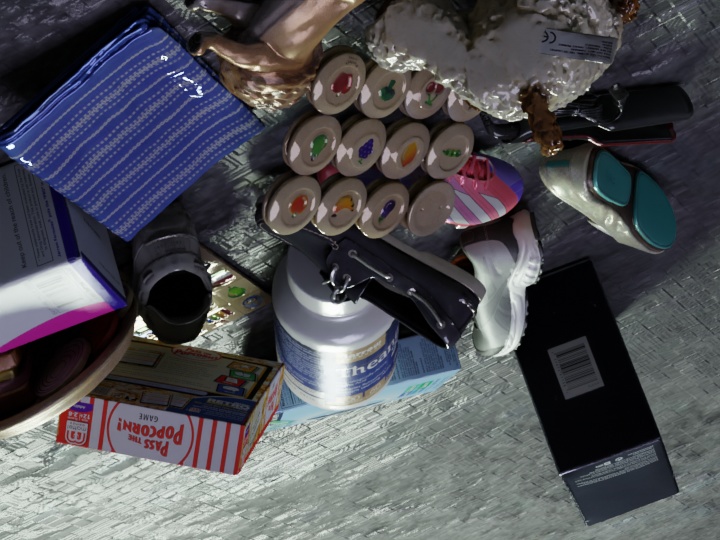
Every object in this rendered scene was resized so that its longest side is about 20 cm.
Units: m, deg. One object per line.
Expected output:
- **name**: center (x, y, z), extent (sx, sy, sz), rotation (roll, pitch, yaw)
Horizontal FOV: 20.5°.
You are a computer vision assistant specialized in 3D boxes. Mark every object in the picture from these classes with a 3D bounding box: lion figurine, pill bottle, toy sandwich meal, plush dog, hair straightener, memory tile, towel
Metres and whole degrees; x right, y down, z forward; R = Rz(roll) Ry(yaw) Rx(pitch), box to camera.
- **lion figurine**: center (-0.040, -0.180, 1.344), extent (0.122, 0.073, 0.200), rotation (17, 141, -40)
- **pill bottle**: center (-0.021, 0.035, 1.732), extent (0.111, 0.111, 0.200), rotation (-14, 154, -7)
- **toy sandwich meal**: center (-0.274, 0.060, 1.598), extent (0.205, 0.205, 0.070), rotation (-25, 116, 14)
- **plush dog**: center (0.131, -0.163, 1.431), extent (0.200, 0.161, 0.172), rotation (-31, 174, 24)
- **hair straightener**: center (0.185, -0.136, 1.622), extent (0.200, 0.041, 0.077), rotation (0, 149, -23)
- **memory tile**: center (0.017, -0.093, 1.509), extent (0.200, 0.017, 0.153), rotation (-1, 120, -47)
- **towel**: center (-0.162, -0.100, 1.437), extent (0.145, 0.024, 0.200), rotation (-40, 151, 4)

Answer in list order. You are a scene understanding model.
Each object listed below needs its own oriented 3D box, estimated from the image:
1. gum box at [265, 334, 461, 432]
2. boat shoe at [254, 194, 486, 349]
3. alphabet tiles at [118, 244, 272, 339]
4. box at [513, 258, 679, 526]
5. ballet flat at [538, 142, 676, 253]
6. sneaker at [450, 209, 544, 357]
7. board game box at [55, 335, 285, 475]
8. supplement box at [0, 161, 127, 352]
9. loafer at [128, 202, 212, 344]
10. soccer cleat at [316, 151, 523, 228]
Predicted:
- **gum box**: center (-0.016, 0.109, 1.905), extent (0.200, 0.045, 0.170), rotation (-13, 171, -9)
- **boat shoe**: center (0.000, 0.000, 1.598), extent (0.200, 0.063, 0.073), rotation (24, 164, -1)
- **alphabet tiles**: center (-0.196, 0.039, 1.752), extent (0.200, 0.008, 0.167), rotation (-25, 153, 15)
- **box**: center (0.224, 0.122, 1.955), extent (0.104, 0.200, 0.182), rotation (-21, 154, 5)
- **ballet flat**: center (0.218, -0.067, 1.760), extent (0.062, 0.068, 0.200), rotation (0, 161, 31)
- **sneaker**: center (0.117, 0.012, 1.834), extent (0.079, 0.074, 0.200), rotation (-4, 146, -6)
- **board game box**: center (-0.154, 0.108, 1.668), extent (0.151, 0.046, 0.200), rotation (10, -167, 6)
- **supplement box**: center (-0.295, 0.003, 1.511), extent (0.200, 0.103, 0.101), rotation (-21, 154, 5)
- **loafer**: center (-0.156, 0.018, 1.647), extent (0.070, 0.070, 0.200), rotation (-15, 154, -6)
- **soccer cleat**: center (0.058, -0.081, 1.615), extent (0.200, 0.067, 0.076), rotation (3, 143, -31)
